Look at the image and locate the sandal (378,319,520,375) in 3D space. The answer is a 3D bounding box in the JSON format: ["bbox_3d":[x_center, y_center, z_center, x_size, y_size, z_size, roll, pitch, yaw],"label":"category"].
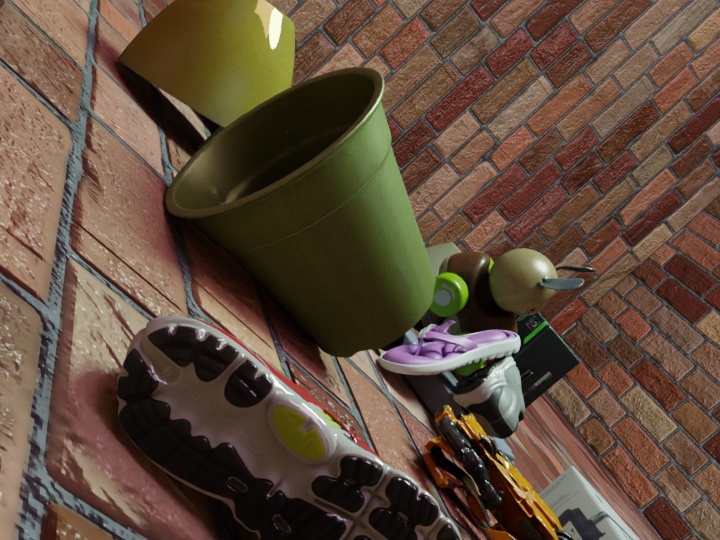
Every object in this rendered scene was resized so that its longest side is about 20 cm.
[{"bbox_3d":[0.100,0.080,0.994,0.202,0.050,0.082,-7,9,-40],"label":"sandal"}]

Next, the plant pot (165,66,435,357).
[{"bbox_3d":[-0.029,-0.034,0.728,0.191,0.199,0.200,60,0,-28],"label":"plant pot"}]

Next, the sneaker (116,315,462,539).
[{"bbox_3d":[-0.023,0.092,0.398,0.200,0.077,0.085,48,1,-6],"label":"sneaker"}]

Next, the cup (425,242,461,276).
[{"bbox_3d":[0.148,0.034,1.580,0.200,0.143,0.200,48,6,-7],"label":"cup"}]

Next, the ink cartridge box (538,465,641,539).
[{"bbox_3d":[0.271,0.325,0.930,0.145,0.084,0.200,46,7,-12],"label":"ink cartridge box"}]

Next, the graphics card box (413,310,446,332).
[{"bbox_3d":[0.046,-0.003,1.198,0.125,0.051,0.200,37,-17,34],"label":"graphics card box"}]

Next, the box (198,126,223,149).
[{"bbox_3d":[-0.109,-0.096,1.080,0.156,0.041,0.200,49,5,6],"label":"box"}]

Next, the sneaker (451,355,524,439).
[{"bbox_3d":[0.157,0.150,1.011,0.080,0.074,0.200,58,14,6],"label":"sneaker"}]

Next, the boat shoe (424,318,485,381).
[{"bbox_3d":[0.117,0.097,1.286,0.072,0.067,0.201,92,-26,-49],"label":"boat shoe"}]

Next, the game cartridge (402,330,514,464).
[{"bbox_3d":[0.104,0.154,1.057,0.200,0.042,0.133,53,12,33],"label":"game cartridge"}]

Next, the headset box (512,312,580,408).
[{"bbox_3d":[0.224,0.132,1.369,0.093,0.174,0.200,45,8,-27],"label":"headset box"}]

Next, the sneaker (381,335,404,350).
[{"bbox_3d":[-0.010,0.012,0.971,0.200,0.076,0.088,44,13,-32],"label":"sneaker"}]

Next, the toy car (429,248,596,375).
[{"bbox_3d":[0.212,0.036,1.153,0.164,0.199,0.159,-31,103,-62],"label":"toy car"}]

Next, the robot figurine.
[{"bbox_3d":[0.126,0.209,0.770,0.200,0.058,0.145,51,6,15],"label":"robot figurine"}]

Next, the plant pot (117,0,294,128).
[{"bbox_3d":[-0.153,-0.247,0.991,0.199,0.143,0.200,32,4,-3],"label":"plant pot"}]
